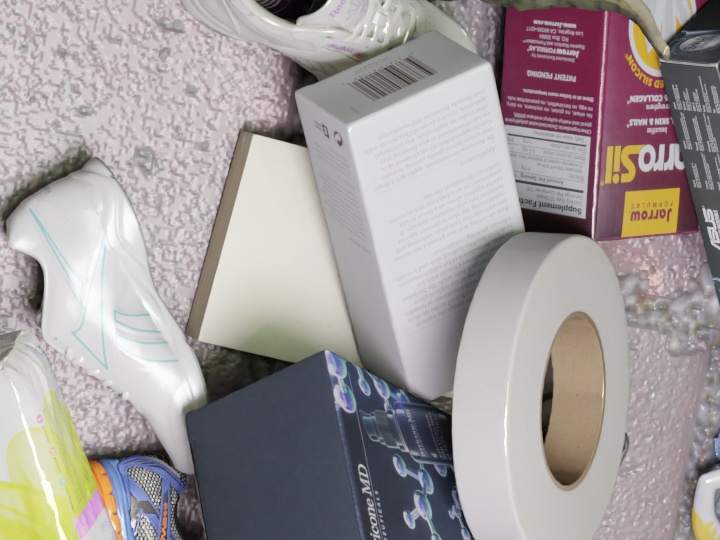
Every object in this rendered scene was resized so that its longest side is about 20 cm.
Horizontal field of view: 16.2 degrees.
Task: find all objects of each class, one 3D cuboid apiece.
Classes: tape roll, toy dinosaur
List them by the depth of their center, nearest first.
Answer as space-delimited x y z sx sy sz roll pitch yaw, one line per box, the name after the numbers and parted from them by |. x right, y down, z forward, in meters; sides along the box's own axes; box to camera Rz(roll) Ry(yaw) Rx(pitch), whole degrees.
0.111 0.077 1.507 0.203 0.037 0.203 -11 103 -63 | tape roll
0.104 -0.187 1.508 0.047 0.200 0.088 -33 128 -38 | toy dinosaur

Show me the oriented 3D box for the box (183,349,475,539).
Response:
0.004 0.157 1.489 0.200 0.107 0.148 30 41 -51 | box

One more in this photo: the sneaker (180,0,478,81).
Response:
-0.009 -0.145 1.510 0.200 0.100 0.075 16 87 -26 | sneaker

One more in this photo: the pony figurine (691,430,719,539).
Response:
0.314 0.131 1.688 0.193 0.167 0.200 2 114 -17 | pony figurine

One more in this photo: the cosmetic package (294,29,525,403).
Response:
0.038 -0.030 1.515 0.101 0.071 0.200 -25 122 -19 | cosmetic package

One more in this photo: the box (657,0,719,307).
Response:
0.267 -0.092 1.615 0.160 0.044 0.200 -47 131 -36 | box

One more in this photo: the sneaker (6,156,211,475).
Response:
-0.148 0.037 1.504 0.080 0.070 0.200 -26 102 -11 | sneaker

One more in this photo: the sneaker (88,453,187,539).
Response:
-0.118 0.202 1.539 0.078 0.075 0.200 -20 108 -23 | sneaker

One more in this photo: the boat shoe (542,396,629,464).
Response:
0.095 0.163 1.628 0.200 0.065 0.072 -45 115 -10 | boat shoe

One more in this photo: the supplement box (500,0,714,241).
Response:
0.154 -0.123 1.577 0.110 0.086 0.200 -6 102 -45 | supplement box

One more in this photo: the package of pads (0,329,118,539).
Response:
-0.225 0.144 1.448 0.154 0.068 0.200 -15 108 13 | package of pads

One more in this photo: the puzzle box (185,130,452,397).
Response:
0.000 0.000 1.580 0.200 0.025 0.133 14 93 -25 | puzzle box
